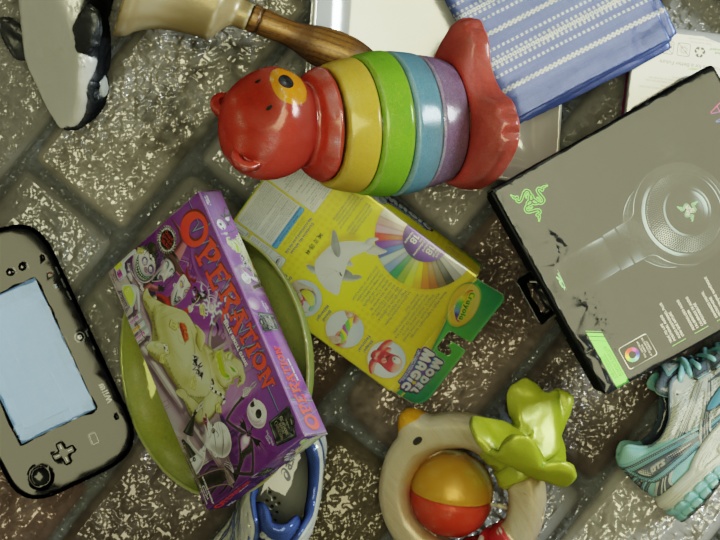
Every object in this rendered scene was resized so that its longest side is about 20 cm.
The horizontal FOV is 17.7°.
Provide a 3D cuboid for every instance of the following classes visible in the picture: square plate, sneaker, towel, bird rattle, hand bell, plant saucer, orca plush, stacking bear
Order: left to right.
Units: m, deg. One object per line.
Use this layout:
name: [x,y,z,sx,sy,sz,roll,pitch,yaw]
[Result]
orca plush: [-0.223,-0.210,1.750,0.105,0.071,0.200,-28,86,43]
plant saucer: [-0.101,0.067,1.709,0.031,0.200,0.201,-4,96,-47]
sneaker: [-0.074,0.204,1.734,0.075,0.088,0.201,11,91,-4]
hand bell: [-0.072,-0.183,1.724,0.200,0.104,0.104,23,89,-3]
stacking bear: [-0.006,-0.107,1.664,0.199,0.114,0.122,-3,57,-24]
square plate: [0.058,-0.171,1.766,0.199,0.028,0.199,5,90,-2]
bird rattle: [0.094,0.177,1.748,0.163,0.113,0.201,13,116,18]
towel: [0.132,-0.226,1.745,0.145,0.024,0.200,-28,89,1]
sneaker: [0.267,0.087,1.753,0.086,0.078,0.200,34,89,1]

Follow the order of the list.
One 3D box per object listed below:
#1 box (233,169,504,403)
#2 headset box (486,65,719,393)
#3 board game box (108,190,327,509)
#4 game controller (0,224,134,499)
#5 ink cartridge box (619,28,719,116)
box: [0.000,0.000,1.743,0.200,0.048,0.117,37,105,0]
headset box: [0.208,-0.026,1.708,0.200,0.093,0.174,-28,90,0]
board game box: [-0.106,0.058,1.676,0.120,0.032,0.200,-37,68,33]
game controller: [-0.251,0.068,1.748,0.104,0.042,0.200,-25,92,-1]
ink cartridge box: [0.243,-0.084,1.770,0.094,0.037,0.201,7,88,-2]
